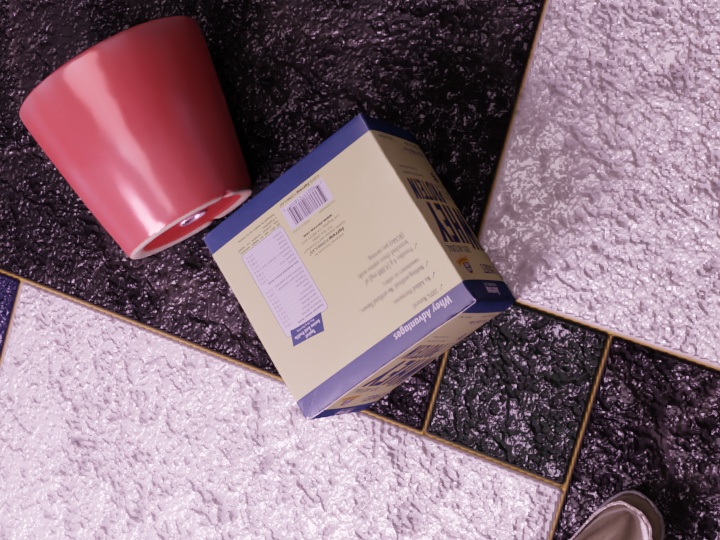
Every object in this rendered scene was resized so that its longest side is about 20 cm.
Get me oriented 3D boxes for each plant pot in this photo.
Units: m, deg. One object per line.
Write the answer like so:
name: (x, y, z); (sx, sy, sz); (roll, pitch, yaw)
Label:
plant pot: (-0.207, -0.123, 1.321); (0.199, 0.200, 0.179); (-31, 87, 19)

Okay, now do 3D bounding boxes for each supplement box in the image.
supplement box: (0.000, 0.000, 1.252); (0.199, 0.134, 0.201); (-36, 76, 18)

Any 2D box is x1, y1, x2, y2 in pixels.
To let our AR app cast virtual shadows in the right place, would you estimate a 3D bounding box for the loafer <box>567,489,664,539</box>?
loafer: (0.199, 0.285, 1.198); (0.075, 0.069, 0.201); (37, 103, 19)
